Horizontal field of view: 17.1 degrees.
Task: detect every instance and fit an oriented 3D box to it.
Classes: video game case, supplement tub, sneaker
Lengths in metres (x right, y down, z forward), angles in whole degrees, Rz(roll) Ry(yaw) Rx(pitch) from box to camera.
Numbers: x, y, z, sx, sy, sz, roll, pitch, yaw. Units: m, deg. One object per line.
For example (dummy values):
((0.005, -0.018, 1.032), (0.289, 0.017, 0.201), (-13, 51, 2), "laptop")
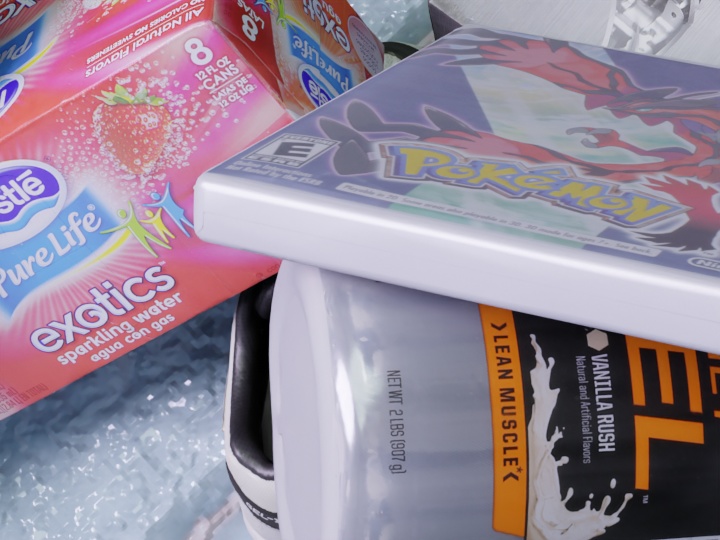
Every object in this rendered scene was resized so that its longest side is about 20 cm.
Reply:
((0.082, -0.027, 0.694), (0.199, 0.023, 0.182), (12, 24, 24), "video game case")
((0.078, 0.043, 0.713), (0.199, 0.123, 0.123), (-3, 63, -11), "supplement tub")
((0.000, 0.000, 0.821), (0.075, 0.088, 0.201), (2, 65, 16), "sneaker")

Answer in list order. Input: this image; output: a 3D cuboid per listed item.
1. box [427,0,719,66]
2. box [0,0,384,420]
((0.148, -0.088, 0.834), (0.200, 0.048, 0.158), (37, 78, 18), "box")
((-0.097, -0.035, 0.805), (0.200, 0.096, 0.100), (-27, 34, 23), "box")
